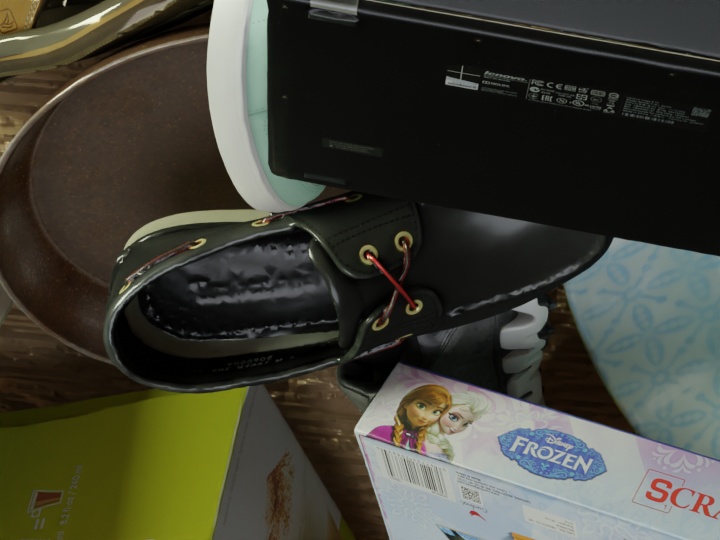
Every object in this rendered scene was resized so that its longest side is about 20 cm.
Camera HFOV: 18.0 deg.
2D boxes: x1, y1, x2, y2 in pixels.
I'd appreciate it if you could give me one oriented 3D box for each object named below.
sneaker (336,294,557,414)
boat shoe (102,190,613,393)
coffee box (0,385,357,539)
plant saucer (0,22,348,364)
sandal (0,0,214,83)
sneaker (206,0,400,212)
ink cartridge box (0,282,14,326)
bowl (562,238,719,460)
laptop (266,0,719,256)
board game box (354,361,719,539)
[{"bbox_3d":[0.036,0.051,0.960,0.090,0.067,0.200,-6,135,-1],"label":"sneaker"},{"bbox_3d":[0.001,0.002,0.854,0.201,0.063,0.074,-11,116,9],"label":"boat shoe"},{"bbox_3d":[-0.114,0.191,0.993,0.200,0.200,0.198,-10,132,20],"label":"coffee box"},{"bbox_3d":[-0.052,-0.031,0.920,0.200,0.035,0.200,-6,138,-5],"label":"plant saucer"},{"bbox_3d":[-0.118,-0.108,0.889,0.200,0.080,0.054,-14,100,28],"label":"sandal"},{"bbox_3d":[0.017,-0.096,0.772,0.118,0.074,0.201,18,122,15],"label":"sneaker"},{"bbox_3d":[-0.226,0.048,0.945,0.086,0.200,0.146,40,125,-17],"label":"ink cartridge box"},{"bbox_3d":[0.178,0.001,0.863,0.200,0.108,0.200,38,146,33],"label":"bowl"},{"bbox_3d":[0.072,-0.105,0.713,0.187,0.116,0.200,11,157,2],"label":"laptop"},{"bbox_3d":[0.109,0.138,0.911,0.200,0.041,0.200,17,145,26],"label":"board game box"}]
